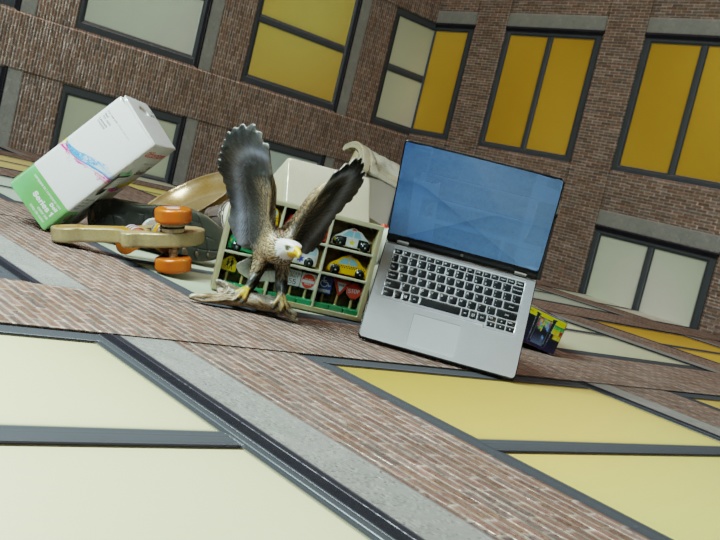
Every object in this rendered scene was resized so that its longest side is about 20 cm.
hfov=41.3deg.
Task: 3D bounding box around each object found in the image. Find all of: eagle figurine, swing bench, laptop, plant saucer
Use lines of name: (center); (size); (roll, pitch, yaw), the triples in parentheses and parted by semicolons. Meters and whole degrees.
eagle figurine: (-0.089, -0.050, 1.076); (0.149, 0.204, 0.151); (16, 5, 31)
swing bench: (0.043, -0.093, 1.652); (0.197, 0.203, 0.129); (26, -9, -24)
laptop: (0.111, -0.011, 1.071); (0.184, 0.203, 0.116); (15, -24, 7)
plant saucer: (-0.284, -0.102, 1.572); (0.197, 0.036, 0.201); (-19, 23, 8)

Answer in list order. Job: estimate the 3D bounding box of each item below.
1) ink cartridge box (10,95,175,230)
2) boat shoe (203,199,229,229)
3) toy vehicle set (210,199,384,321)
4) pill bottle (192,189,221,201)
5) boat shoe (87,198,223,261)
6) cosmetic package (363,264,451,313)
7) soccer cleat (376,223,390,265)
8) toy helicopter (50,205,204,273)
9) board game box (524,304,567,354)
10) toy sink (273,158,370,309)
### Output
ink cartridge box: (-0.376, -0.151, 1.364); (0.085, 0.199, 0.145); (54, 3, -4)
boat shoe: (-0.162, -0.047, 1.472); (0.059, 0.073, 0.200); (0, -23, 32)
toy vehicle set: (-0.079, -0.018, 1.202); (0.197, 0.127, 0.026); (13, 5, -15)
pill bottle: (-0.200, -0.083, 1.650); (0.198, 0.114, 0.111); (18, 6, 39)
boat shoe: (-0.293, -0.064, 1.392); (0.197, 0.077, 0.074); (15, 2, -5)
cosmetic package: (0.092, 0.052, 1.228); (0.104, 0.072, 0.199); (11, 6, -28)
soccer cleat: (0.028, -0.009, 1.344); (0.068, 0.079, 0.199); (18, -22, -24)
toy helicopter: (-0.300, -0.050, 1.239); (0.196, 0.080, 0.132); (2, 12, 0)
board game box: (0.198, 0.051, 1.465); (0.197, 0.057, 0.165); (25, 2, -7)
toy sink: (-0.067, -0.031, 1.329); (0.128, 0.204, 0.112); (11, -24, -24)
